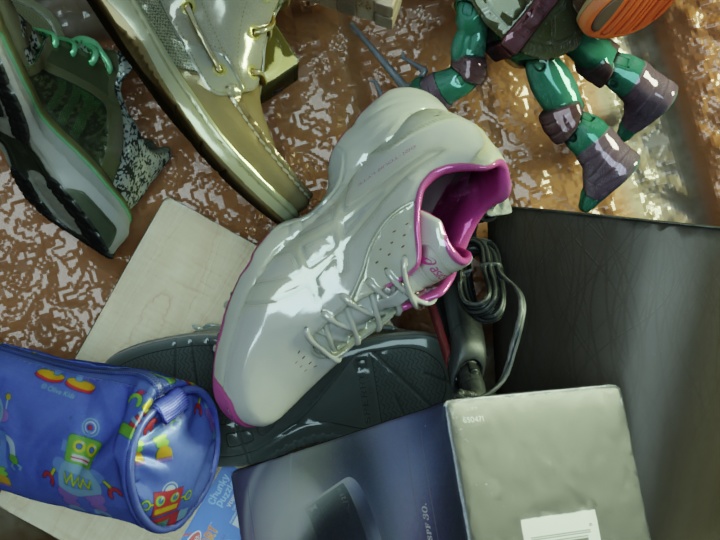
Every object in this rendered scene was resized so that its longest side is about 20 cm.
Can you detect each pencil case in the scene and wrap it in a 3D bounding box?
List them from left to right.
[{"bbox_3d":[-0.173,0.077,1.066,0.199,0.078,0.087,12,122,27],"label":"pencil case"}]

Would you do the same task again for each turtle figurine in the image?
[{"bbox_3d":[0.080,-0.133,1.105,0.200,0.101,0.150,42,70,-9],"label":"turtle figurine"}]

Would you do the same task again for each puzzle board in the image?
[{"bbox_3d":[-0.094,0.081,1.139,0.150,0.017,0.200,29,87,-1],"label":"puzzle board"}]

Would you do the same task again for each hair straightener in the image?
[{"bbox_3d":[0.050,-0.007,1.060,0.041,0.200,0.077,14,128,-17],"label":"hair straightener"}]

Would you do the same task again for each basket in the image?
[{"bbox_3d":[0.146,0.072,1.090,0.180,0.136,0.201,6,91,17],"label":"basket"}]

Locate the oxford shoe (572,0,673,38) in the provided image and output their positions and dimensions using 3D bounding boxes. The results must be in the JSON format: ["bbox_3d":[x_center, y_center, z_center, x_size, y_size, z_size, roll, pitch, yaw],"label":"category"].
[{"bbox_3d":[0.162,-0.189,1.102,0.073,0.071,0.200,46,45,6],"label":"oxford shoe"}]

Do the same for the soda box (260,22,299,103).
[{"bbox_3d":[-0.113,-0.178,1.127,0.068,0.064,0.200,-32,89,-4],"label":"soda box"}]

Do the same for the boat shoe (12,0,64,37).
[{"bbox_3d":[-0.265,-0.106,1.117,0.199,0.068,0.075,-16,82,-23],"label":"boat shoe"}]

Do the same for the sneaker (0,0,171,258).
[{"bbox_3d":[-0.165,-0.103,1.090,0.077,0.200,0.089,21,59,40],"label":"sneaker"}]

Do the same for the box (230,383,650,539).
[{"bbox_3d":[0.044,0.178,1.020,0.123,0.198,0.201,-2,76,-36],"label":"box"}]

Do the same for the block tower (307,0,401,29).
[{"bbox_3d":[-0.069,-0.185,1.007,0.199,0.054,0.058,18,80,3],"label":"block tower"}]

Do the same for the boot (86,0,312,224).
[{"bbox_3d":[-0.048,-0.140,1.063,0.154,0.072,0.200,-36,88,-7],"label":"boot"}]

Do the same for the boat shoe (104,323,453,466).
[{"bbox_3d":[-0.044,0.062,1.108,0.201,0.065,0.075,-7,99,2],"label":"boat shoe"}]

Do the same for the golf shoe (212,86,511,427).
[{"bbox_3d":[0.000,0.000,1.026,0.091,0.075,0.200,29,84,41],"label":"golf shoe"}]
